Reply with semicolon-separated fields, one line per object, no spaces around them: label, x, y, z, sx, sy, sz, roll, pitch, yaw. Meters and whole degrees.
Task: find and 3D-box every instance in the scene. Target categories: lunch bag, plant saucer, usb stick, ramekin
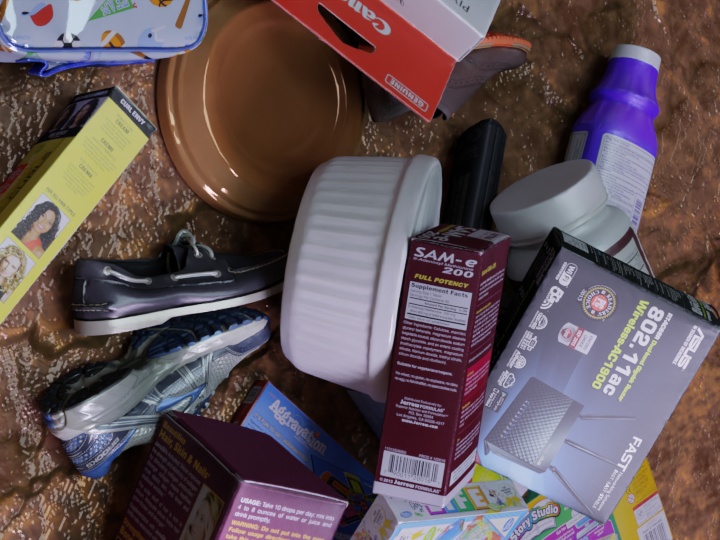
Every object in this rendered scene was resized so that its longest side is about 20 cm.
lunch bag;-0.211;-0.225;1.442;0.200;0.076;0.161;-5;95;-38
plant saucer;-0.072;-0.138;1.569;0.200;0.037;0.201;1;89;-37
usb stick;0.090;-0.039;1.649;0.033;0.055;0.200;28;56;-26
ramekin;0.000;0.000;1.534;0.094;0.202;0.203;11;81;7

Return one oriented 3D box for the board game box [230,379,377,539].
board game box;-0.041;0.190;1.600;0.200;0.019;0.103;44;66;-28

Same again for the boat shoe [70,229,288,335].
boat shoe;-0.133;0.001;1.499;0.200;0.073;0.063;-14;100;-34

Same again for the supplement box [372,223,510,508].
supplement box;0.063;0.070;1.489;0.109;0.061;0.200;-24;124;-73

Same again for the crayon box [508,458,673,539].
crayon box;0.184;0.234;1.746;0.200;0.058;0.119;-29;106;-34

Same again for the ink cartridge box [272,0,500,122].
ink cartridge box;0.015;-0.240;1.563;0.200;0.044;0.174;37;44;-13

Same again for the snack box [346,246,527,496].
snack box;0.107;0.103;1.684;0.200;0.068;0.169;-46;114;-30

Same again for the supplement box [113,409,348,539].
supplement box;-0.114;0.226;1.442;0.103;0.131;0.200;17;100;-35

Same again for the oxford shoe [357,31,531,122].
oxford shoe;0.072;-0.168;1.658;0.200;0.071;0.073;-12;107;-43

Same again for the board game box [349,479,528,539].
board game box;0.034;0.252;1.567;0.134;0.034;0.200;0;134;-38

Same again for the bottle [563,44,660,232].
bottle;0.231;-0.108;1.780;0.083;0.065;0.200;24;76;-35

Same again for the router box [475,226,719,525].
router box;0.177;0.087;1.569;0.150;0.062;0.200;26;105;-9

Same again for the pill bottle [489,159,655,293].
pill bottle;0.192;0.016;1.639;0.114;0.114;0.200;-35;108;-32

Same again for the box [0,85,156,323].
box;-0.237;-0.046;1.420;0.050;0.075;0.200;47;65;-25

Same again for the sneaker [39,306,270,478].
sneaker;-0.152;0.093;1.494;0.200;0.077;0.085;-28;116;-26
